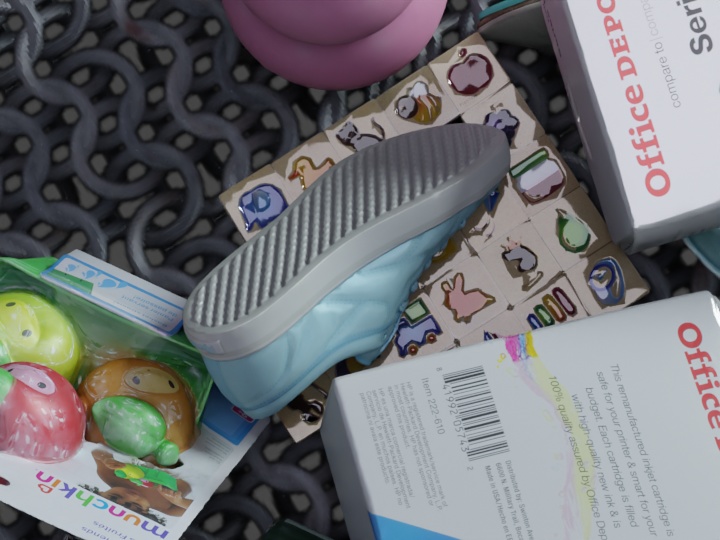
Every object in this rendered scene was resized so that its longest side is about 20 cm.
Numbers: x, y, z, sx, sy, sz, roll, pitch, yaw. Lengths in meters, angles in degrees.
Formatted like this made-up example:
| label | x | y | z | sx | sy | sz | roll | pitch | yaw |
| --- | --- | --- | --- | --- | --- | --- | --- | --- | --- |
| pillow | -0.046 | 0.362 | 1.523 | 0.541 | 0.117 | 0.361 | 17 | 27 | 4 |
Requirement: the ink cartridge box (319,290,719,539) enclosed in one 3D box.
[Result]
| label | x | y | z | sx | sy | sz | roll | pitch | yaw |
| --- | --- | --- | --- | --- | --- | --- | --- | --- | --- |
| ink cartridge box | 0.096 | 0.107 | 0.913 | 0.198 | 0.085 | 0.145 | -13 | 70 | -11 |

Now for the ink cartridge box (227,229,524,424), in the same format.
| label | x | y | z | sx | sy | sz | roll | pitch | yaw |
| --- | --- | --- | --- | --- | --- | --- | --- | --- | --- |
| ink cartridge box | 0.029 | 0.050 | 1.004 | 0.119 | 0.042 | 0.201 | -30 | 83 | -2 |

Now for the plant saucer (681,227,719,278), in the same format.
| label | x | y | z | sx | sy | sz | roll | pitch | yaw |
| --- | --- | --- | --- | --- | --- | --- | --- | --- | --- |
| plant saucer | 0.246 | -0.073 | 0.982 | 0.198 | 0.036 | 0.202 | 0 | 85 | 5 |

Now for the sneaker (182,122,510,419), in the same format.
| label | x | y | z | sx | sy | sz | roll | pitch | yaw |
| --- | --- | --- | --- | --- | --- | --- | --- | --- | --- |
| sneaker | 0.000 | 0.000 | 0.962 | 0.199 | 0.082 | 0.074 | -34 | 39 | -18 |

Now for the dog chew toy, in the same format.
| label | x | y | z | sx | sy | sz | roll | pitch | yaw |
| --- | --- | --- | --- | --- | --- | --- | --- | --- | --- |
| dog chew toy | -0.016 | -0.166 | 0.955 | 0.123 | 0.200 | 0.126 | 0 | 81 | 3 |

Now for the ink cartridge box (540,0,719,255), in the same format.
| label | x | y | z | sx | sy | sz | roll | pitch | yaw |
| --- | --- | --- | --- | --- | --- | --- | --- | --- | --- |
| ink cartridge box | 0.202 | -0.107 | 0.929 | 0.199 | 0.084 | 0.147 | -18 | 83 | 2 |

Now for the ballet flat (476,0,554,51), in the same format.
| label | x | y | z | sx | sy | sz | roll | pitch | yaw |
| --- | --- | --- | --- | --- | --- | --- | --- | --- | --- |
| ballet flat | 0.162 | -0.147 | 1.014 | 0.199 | 0.067 | 0.064 | -23 | 93 | 0 |

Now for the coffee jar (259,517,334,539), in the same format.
| label | x | y | z | sx | sy | sz | roll | pitch | yaw |
| --- | --- | --- | --- | --- | --- | --- | --- | --- | --- |
| coffee jar | 0.027 | 0.209 | 0.954 | 0.199 | 0.085 | 0.105 | 22 | 68 | 6 |

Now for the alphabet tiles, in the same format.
| label | x | y | z | sx | sy | sz | roll | pitch | yaw |
| --- | --- | --- | --- | --- | --- | --- | --- | --- | --- |
| alphabet tiles | 0.024 | -0.004 | 0.990 | 0.199 | 0.008 | 0.168 | -32 | 81 | -3 |

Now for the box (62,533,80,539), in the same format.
| label | x | y | z | sx | sy | sz | roll | pitch | yaw |
| --- | --- | --- | --- | --- | --- | --- | --- | --- | --- |
| box | -0.066 | 0.231 | 0.906 | 0.199 | 0.199 | 0.050 | 20 | 50 | 6 |

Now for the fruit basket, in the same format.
| label | x | y | z | sx | sy | sz | roll | pitch | yaw |
| --- | --- | --- | --- | --- | --- | --- | --- | --- | --- |
| fruit basket | -0.149 | 0.060 | 0.927 | 0.184 | 0.200 | 0.094 | 25 | 105 | 7 |
